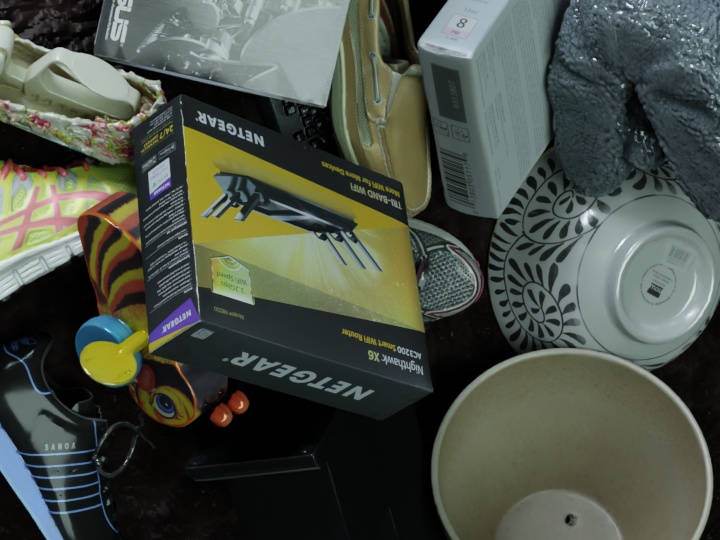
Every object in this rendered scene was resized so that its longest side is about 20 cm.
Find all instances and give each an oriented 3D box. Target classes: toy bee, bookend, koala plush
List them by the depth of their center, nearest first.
[{"bbox_3d":[-0.118,0.050,1.326,0.131,0.108,0.201,-55,146,-29],"label":"toy bee"},{"bbox_3d":[-0.021,0.166,1.415,0.091,0.199,0.202,-8,113,19],"label":"bookend"},{"bbox_3d":[0.242,-0.166,1.449,0.200,0.176,0.185,-46,135,-32],"label":"koala plush"}]

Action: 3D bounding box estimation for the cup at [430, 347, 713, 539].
[{"bbox_3d":[0.150,0.179,1.520,0.199,0.201,0.144,-29,152,-15],"label":"cup"}]

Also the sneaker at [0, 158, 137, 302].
[{"bbox_3d":[-0.215,-0.043,1.347,0.199,0.078,0.091,-32,100,-21],"label":"sneaker"}]

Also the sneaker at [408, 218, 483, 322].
[{"bbox_3d":[0.000,0.000,1.456,0.199,0.075,0.081,10,98,-28],"label":"sneaker"}]

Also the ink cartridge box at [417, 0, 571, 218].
[{"bbox_3d":[0.115,-0.160,1.446,0.201,0.057,0.163,-58,151,-31],"label":"ink cartridge box"}]

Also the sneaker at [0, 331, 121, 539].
[{"bbox_3d":[-0.194,0.134,1.404,0.078,0.070,0.201,-33,114,-6],"label":"sneaker"}]

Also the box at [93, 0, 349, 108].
[{"bbox_3d":[-0.078,-0.220,1.347,0.157,0.048,0.202,13,97,-7],"label":"box"}]

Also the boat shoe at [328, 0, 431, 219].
[{"bbox_3d":[0.020,-0.129,1.414,0.072,0.076,0.202,-39,118,-49],"label":"boat shoe"}]

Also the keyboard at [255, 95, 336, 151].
[{"bbox_3d":[-0.057,-0.167,1.406,0.104,0.040,0.201,-26,112,-17],"label":"keyboard"}]

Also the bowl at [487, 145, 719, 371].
[{"bbox_3d":[0.203,0.001,1.540,0.199,0.094,0.203,-7,107,-24],"label":"bowl"}]

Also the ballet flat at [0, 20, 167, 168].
[{"bbox_3d":[-0.211,-0.125,1.313,0.198,0.064,0.076,16,56,-16],"label":"ballet flat"}]

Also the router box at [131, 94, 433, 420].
[{"bbox_3d":[-0.048,-0.005,1.310,0.199,0.052,0.158,19,53,-41],"label":"router box"}]
